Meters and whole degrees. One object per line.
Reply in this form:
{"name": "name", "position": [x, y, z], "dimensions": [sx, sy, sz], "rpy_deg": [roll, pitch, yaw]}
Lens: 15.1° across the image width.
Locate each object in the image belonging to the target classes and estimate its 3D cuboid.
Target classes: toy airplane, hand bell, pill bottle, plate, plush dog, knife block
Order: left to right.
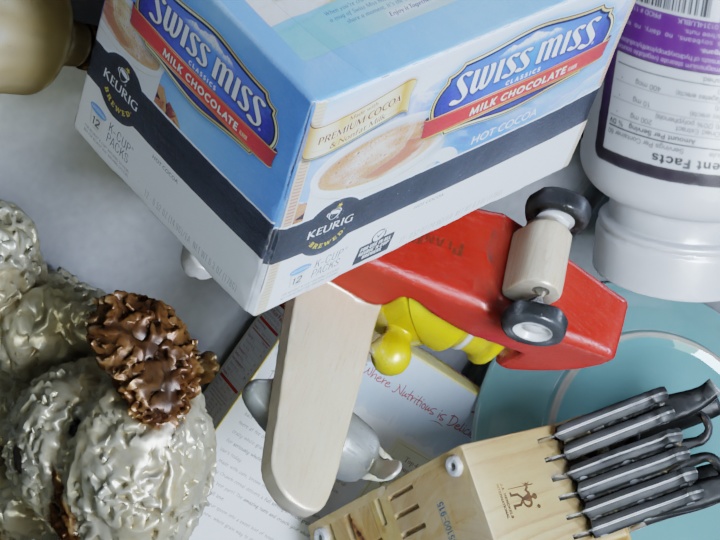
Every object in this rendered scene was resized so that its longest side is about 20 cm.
{"name": "plush dog", "position": [-0.121, 0.080, 1.270], "dimensions": [0.160, 0.172, 0.200], "rpy_deg": [1, 110, -23]}
{"name": "hand bell", "position": [-0.120, -0.104, 1.260], "dimensions": [0.200, 0.104, 0.104], "rpy_deg": [9, 108, -39]}
{"name": "toy airplane", "position": [0.000, 0.000, 1.287], "dimensions": [0.200, 0.199, 0.141], "rpy_deg": [-27, 162, -21]}
{"name": "knife block", "position": [0.096, 0.116, 1.350], "dimensions": [0.175, 0.200, 0.064], "rpy_deg": [-8, 73, -39]}
{"name": "plate", "position": [0.152, 0.100, 1.413], "dimensions": [0.200, 0.026, 0.201], "rpy_deg": [7, 73, -22]}
{"name": "pill bottle", "position": [0.169, -0.091, 1.354], "dimensions": [0.111, 0.111, 0.200], "rpy_deg": [-2, 112, -22]}

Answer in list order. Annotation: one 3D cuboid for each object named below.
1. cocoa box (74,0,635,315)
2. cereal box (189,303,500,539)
{"name": "cocoa box", "position": [0.000, -0.099, 1.179], "dimensions": [0.200, 0.133, 0.131], "rpy_deg": [-25, 150, -35]}
{"name": "cereal box", "position": [-0.034, 0.116, 1.399], "dimensions": [0.144, 0.040, 0.200], "rpy_deg": [33, 95, -30]}
